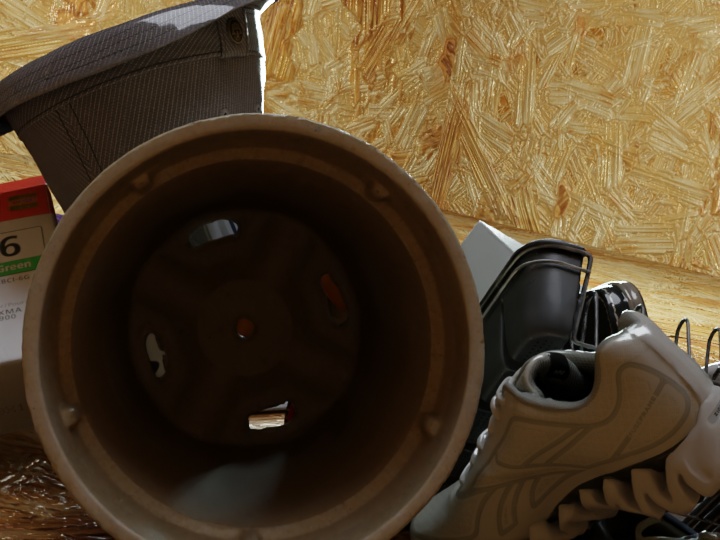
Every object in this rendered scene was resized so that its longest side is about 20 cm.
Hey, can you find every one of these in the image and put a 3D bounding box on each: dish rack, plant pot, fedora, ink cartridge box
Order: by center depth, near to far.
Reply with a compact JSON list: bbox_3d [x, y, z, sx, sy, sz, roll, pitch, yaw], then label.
[{"bbox_3d":[-0.054,0.033,0.803,0.198,0.203,0.183,9,0,-6],"label":"plant pot"},{"bbox_3d":[0.141,0.073,0.809,0.198,0.055,0.154,17,-37,-10],"label":"dish rack"},{"bbox_3d":[-0.208,0.002,0.875,0.108,0.051,0.201,-12,42,-8],"label":"ink cartridge box"},{"bbox_3d":[-0.105,-0.078,0.883,0.175,0.091,0.200,-22,2,19],"label":"fedora"}]

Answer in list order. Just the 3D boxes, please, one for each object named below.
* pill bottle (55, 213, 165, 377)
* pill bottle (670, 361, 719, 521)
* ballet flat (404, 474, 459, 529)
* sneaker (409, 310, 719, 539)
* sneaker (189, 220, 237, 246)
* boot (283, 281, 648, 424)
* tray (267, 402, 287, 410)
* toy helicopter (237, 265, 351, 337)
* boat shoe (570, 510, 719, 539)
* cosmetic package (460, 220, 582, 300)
[{"bbox_3d":[-0.176,0.022,1.038,0.111,0.113,0.199,15,7,41],"label":"pill bottle"},{"bbox_3d":[0.265,0.110,0.952,0.199,0.115,0.113,4,8,-43],"label":"pill bottle"},{"bbox_3d":[0.076,0.102,0.904,0.198,0.067,0.057,3,45,-36],"label":"ballet flat"},{"bbox_3d":[0.082,0.078,0.739,0.200,0.081,0.075,-35,13,45],"label":"sneaker"},{"bbox_3d":[-0.097,-0.024,1.021,0.073,0.201,0.071,-23,11,25],"label":"sneaker"},{"bbox_3d":[0.057,0.065,0.943,0.149,0.074,0.200,3,-24,-29],"label":"boot"},{"bbox_3d":[-0.062,0.074,1.184,0.107,0.022,0.199,13,6,36],"label":"tray"},{"bbox_3d":[0.000,0.000,1.016,0.079,0.133,0.199,-32,-34,25],"label":"toy helicopter"},{"bbox_3d":[0.142,0.138,0.716,0.074,0.063,0.200,6,6,-15],"label":"boat shoe"},{"bbox_3d":[0.159,0.045,1.250,0.151,0.052,0.200,41,8,25],"label":"cosmetic package"}]
